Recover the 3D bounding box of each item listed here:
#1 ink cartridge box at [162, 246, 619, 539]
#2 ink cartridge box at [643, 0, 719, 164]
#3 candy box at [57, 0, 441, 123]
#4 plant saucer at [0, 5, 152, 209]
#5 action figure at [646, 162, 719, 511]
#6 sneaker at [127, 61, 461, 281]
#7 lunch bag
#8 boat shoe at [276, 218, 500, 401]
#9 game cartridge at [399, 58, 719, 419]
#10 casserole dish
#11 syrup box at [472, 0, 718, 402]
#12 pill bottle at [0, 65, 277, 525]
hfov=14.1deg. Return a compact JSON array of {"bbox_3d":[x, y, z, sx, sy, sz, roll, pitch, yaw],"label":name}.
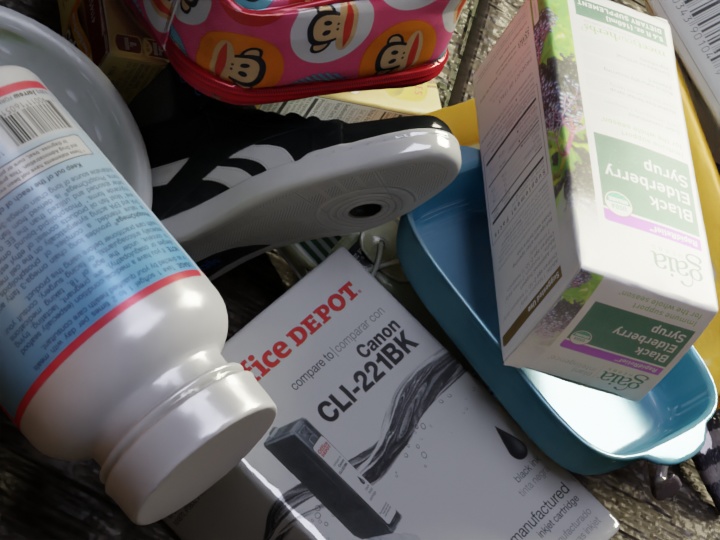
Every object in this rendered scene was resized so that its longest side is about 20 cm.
[{"bbox_3d":[0.002,0.108,1.411,0.200,0.084,0.144,44,49,6],"label":"ink cartridge box"},{"bbox_3d":[0.226,-0.060,1.626,0.043,0.200,0.198,-29,71,1],"label":"ink cartridge box"},{"bbox_3d":[-0.062,-0.127,1.574,0.200,0.055,0.115,9,51,-26],"label":"candy box"},{"bbox_3d":[-0.203,-0.042,1.411,0.200,0.050,0.200,11,55,-16],"label":"plant saucer"},{"bbox_3d":[0.137,0.041,1.573,0.200,0.105,0.194,-25,63,-11],"label":"action figure"},{"bbox_3d":[-0.048,-0.070,1.436,0.073,0.200,0.112,29,48,-54],"label":"sneaker"},{"bbox_3d":[-0.036,-0.172,1.437,0.176,0.082,0.200,-10,48,-29],"label":"lunch bag"},{"bbox_3d":[0.000,0.000,1.485,0.200,0.072,0.062,42,-1,22],"label":"boat shoe"},{"bbox_3d":[0.112,-0.007,1.522,0.176,0.032,0.200,-17,66,-3],"label":"game cartridge"},{"bbox_3d":[0.092,0.025,1.450,0.121,0.039,0.200,-22,69,-47],"label":"casserole dish"},{"bbox_3d":[0.113,-0.041,1.434,0.079,0.081,0.200,16,44,-21],"label":"syrup box"},{"bbox_3d":[-0.131,0.013,1.305,0.109,0.109,0.200,-28,71,-43],"label":"pill bottle"}]
